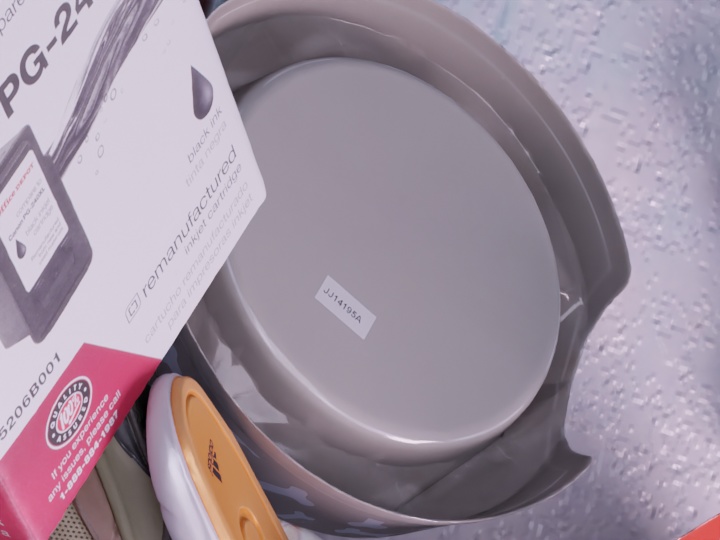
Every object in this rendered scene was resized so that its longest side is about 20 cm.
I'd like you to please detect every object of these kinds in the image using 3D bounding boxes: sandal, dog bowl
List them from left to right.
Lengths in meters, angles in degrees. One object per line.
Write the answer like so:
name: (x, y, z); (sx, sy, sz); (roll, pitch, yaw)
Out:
sandal: (-0.003, 0.115, 0.837); (0.059, 0.079, 0.207); (-19, 119, 13)
dog bowl: (0.000, 0.000, 0.925); (0.199, 0.059, 0.201); (16, 59, -28)

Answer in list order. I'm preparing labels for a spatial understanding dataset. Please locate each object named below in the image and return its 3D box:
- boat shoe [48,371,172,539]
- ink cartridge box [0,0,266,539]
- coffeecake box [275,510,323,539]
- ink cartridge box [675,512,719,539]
boat shoe: (-0.075, 0.118, 0.850); (0.073, 0.076, 0.201); (-19, 90, 3)
ink cartridge box: (-0.114, -0.041, 0.748); (0.146, 0.083, 0.200); (-58, 151, -27)
coffeecake box: (-0.064, 0.154, 0.924); (0.200, 0.073, 0.154); (36, 76, -16)
ink cartridge box: (0.115, 0.168, 0.942); (0.162, 0.201, 0.057); (-29, 59, -19)
